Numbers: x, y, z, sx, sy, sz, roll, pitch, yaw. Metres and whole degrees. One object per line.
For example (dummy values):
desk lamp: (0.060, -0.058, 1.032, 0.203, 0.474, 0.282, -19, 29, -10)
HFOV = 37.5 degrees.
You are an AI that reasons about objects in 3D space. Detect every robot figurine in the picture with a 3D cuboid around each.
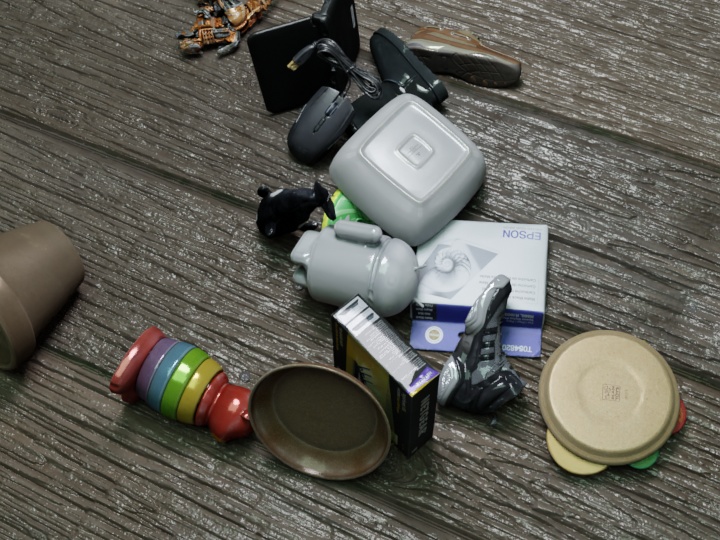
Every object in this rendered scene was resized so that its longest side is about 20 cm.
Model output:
robot figurine: (0.000, 0.000, 1.523, 0.198, 0.171, 0.113, 14, 47, 17)

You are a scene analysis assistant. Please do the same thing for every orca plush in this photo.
orca plush: (-0.107, -0.069, 1.567, 0.199, 0.105, 0.072, 1, 55, 48)

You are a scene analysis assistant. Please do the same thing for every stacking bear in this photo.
stacking bear: (-0.234, 0.173, 1.498, 0.198, 0.122, 0.115, 27, 76, 8)

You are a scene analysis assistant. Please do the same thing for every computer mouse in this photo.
computer mouse: (-0.072, -0.258, 1.640, 0.140, 0.200, 0.046, 43, 32, -7)

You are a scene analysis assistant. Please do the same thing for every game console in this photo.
game console: (-0.084, -0.366, 1.693, 0.115, 0.201, 0.178, 14, 65, 12)

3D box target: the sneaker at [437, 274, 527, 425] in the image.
sneaker: (0.189, 0.114, 1.477, 0.113, 0.075, 0.202, 26, 92, 11)

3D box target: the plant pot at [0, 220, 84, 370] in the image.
plant pot: (-0.510, 0.020, 1.576, 0.199, 0.202, 0.174, 35, 53, 21)

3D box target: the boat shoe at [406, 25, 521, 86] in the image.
boat shoe: (0.171, -0.359, 1.733, 0.198, 0.076, 0.072, 18, 64, 13)

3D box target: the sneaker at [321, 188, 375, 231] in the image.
sneaker: (0.010, -0.102, 1.621, 0.083, 0.074, 0.201, 29, 70, 24)

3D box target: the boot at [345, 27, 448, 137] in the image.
boot: (0.030, -0.287, 1.718, 0.162, 0.074, 0.199, -38, 61, -5)

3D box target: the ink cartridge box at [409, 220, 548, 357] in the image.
ink cartridge box: (0.174, 0.022, 1.558, 0.197, 0.041, 0.202, 3, 64, 8)

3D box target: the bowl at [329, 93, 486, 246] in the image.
bowl: (0.077, -0.163, 1.583, 0.199, 0.075, 0.200, 42, 69, 10)

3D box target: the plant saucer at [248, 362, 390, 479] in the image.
plant saucer: (-0.051, 0.195, 1.419, 0.198, 0.202, 0.037, 11, 37, 12)

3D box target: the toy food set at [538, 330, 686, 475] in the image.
toy food set: (0.343, 0.177, 1.456, 0.195, 0.049, 0.202, -9, 62, 2)

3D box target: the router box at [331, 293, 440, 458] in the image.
router box: (0.031, 0.145, 1.423, 0.052, 0.201, 0.157, -37, 64, -20)

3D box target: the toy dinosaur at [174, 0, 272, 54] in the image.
toy dinosaur: (-0.230, -0.447, 1.830, 0.198, 0.102, 0.137, -23, 77, -25)
